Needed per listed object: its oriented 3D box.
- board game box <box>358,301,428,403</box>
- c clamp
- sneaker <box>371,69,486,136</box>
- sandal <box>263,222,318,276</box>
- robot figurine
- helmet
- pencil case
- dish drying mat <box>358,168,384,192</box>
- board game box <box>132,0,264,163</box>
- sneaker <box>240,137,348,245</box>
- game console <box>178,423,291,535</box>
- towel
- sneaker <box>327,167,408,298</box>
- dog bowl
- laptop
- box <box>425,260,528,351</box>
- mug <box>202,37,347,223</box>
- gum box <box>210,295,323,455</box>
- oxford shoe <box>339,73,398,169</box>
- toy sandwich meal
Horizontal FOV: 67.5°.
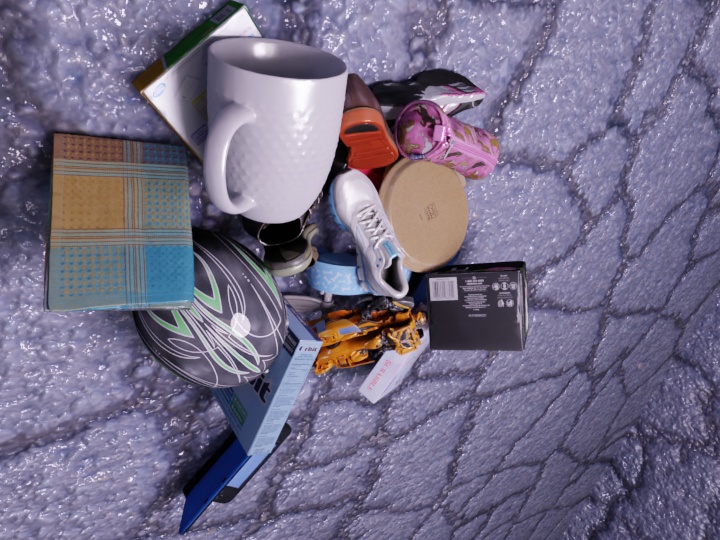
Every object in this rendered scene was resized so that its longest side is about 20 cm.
[{"bbox_3d":[0.092,0.151,1.044,0.201,0.041,0.199,-55,165,6],"label":"board game box"},{"bbox_3d":[-0.085,0.106,0.901,0.170,0.027,0.201,6,123,-14],"label":"c clamp"},{"bbox_3d":[0.095,-0.244,0.822,0.199,0.081,0.087,-15,142,-22],"label":"sneaker"},{"bbox_3d":[-0.094,-0.019,0.746,0.079,0.201,0.058,-19,108,5],"label":"sandal"},{"bbox_3d":[0.009,0.104,0.853,0.199,0.059,0.145,-14,140,8],"label":"robot figurine"},{"bbox_3d":[-0.192,0.052,0.698,0.199,0.191,0.201,-17,128,-23],"label":"helmet"},{"bbox_3d":[0.131,-0.184,0.780,0.082,0.087,0.199,-26,165,33],"label":"pencil case"},{"bbox_3d":[0.016,-0.129,0.867,0.200,0.018,0.077,28,100,-46],"label":"dish drying mat"},{"bbox_3d":[-0.153,-0.196,0.669,0.153,0.040,0.200,-42,136,-7],"label":"board game box"},{"bbox_3d":[-0.071,-0.108,0.739,0.200,0.106,0.075,-44,120,-4],"label":"sneaker"},{"bbox_3d":[-0.214,0.365,0.959,0.200,0.118,0.171,-48,136,1],"label":"game console"},{"bbox_3d":[-0.259,-0.052,0.589,0.146,0.202,0.022,1,161,-27],"label":"towel"},{"bbox_3d":[0.023,-0.048,0.745,0.075,0.087,0.201,-32,115,-18],"label":"sneaker"},{"bbox_3d":[0.000,0.000,0.870,0.199,0.111,0.050,-2,108,-37],"label":"dog bowl"},{"bbox_3d":[0.108,0.056,0.995,0.115,0.200,0.188,24,111,-11],"label":"laptop"},{"bbox_3d":[0.202,0.054,0.903,0.200,0.147,0.125,-12,99,-70],"label":"box"},{"bbox_3d":[-0.107,-0.138,0.588,0.200,0.147,0.176,-55,161,-54],"label":"mug"},{"bbox_3d":[-0.153,0.140,0.812,0.044,0.170,0.201,11,113,-43],"label":"gum box"},{"bbox_3d":[0.010,-0.187,0.708,0.071,0.073,0.200,-9,171,3],"label":"oxford shoe"},{"bbox_3d":[0.093,-0.098,0.863,0.204,0.070,0.207,-2,93,-33],"label":"toy sandwich meal"}]
